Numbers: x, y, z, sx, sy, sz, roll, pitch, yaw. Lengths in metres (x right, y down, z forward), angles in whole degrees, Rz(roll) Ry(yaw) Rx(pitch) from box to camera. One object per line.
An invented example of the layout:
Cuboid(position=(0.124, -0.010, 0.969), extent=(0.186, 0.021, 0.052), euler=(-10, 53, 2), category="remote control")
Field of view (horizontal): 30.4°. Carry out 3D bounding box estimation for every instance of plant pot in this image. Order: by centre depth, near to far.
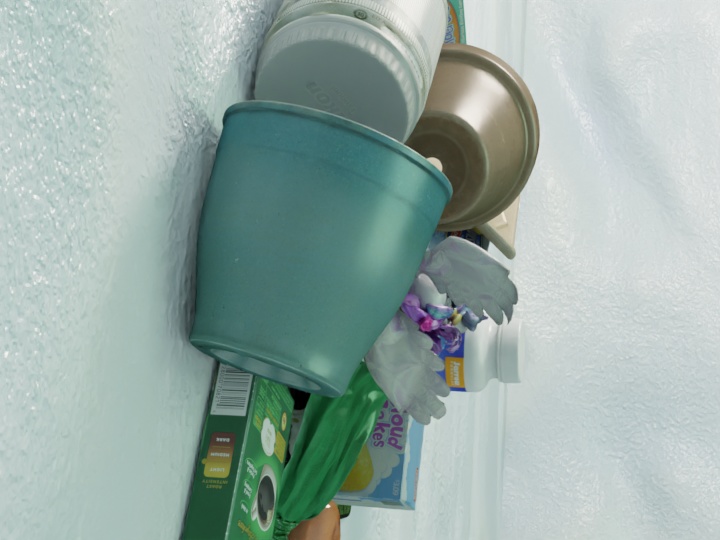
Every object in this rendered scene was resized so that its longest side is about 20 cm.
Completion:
Cuboid(position=(-0.046, -0.006, 1.068), extent=(0.200, 0.197, 0.190), euler=(52, 54, -70), category="plant pot")
Cuboid(position=(0.084, -0.122, 1.357), extent=(0.175, 0.197, 0.203), euler=(-64, 154, -71), category="plant pot")

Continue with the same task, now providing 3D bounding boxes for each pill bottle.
Cuboid(position=(0.111, 0.100, 1.718), extent=(0.112, 0.197, 0.114), euler=(2, 90, -76), category="pill bottle")

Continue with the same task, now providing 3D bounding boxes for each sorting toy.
Cuboid(position=(0.121, -0.119, 1.587), extent=(0.185, 0.036, 0.201), euler=(43, 28, -19), category="sorting toy")

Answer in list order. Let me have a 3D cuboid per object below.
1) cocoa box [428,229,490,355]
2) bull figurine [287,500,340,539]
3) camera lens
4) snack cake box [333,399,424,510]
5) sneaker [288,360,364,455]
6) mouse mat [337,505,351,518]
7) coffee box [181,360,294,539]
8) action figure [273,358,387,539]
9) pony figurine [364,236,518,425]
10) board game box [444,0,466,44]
Cuboid(position=(0.076, -0.014, 1.605), extent=(0.134, 0.130, 0.201), euler=(-62, -177, 34), category="cocoa box")
Cuboid(position=(-0.062, 0.312, 1.299), extent=(0.201, 0.064, 0.123), euler=(-64, 162, -46), category="bull figurine")
Cuboid(position=(-0.006, -0.206, 1.239), extent=(0.201, 0.158, 0.161), euler=(-73, 160, -48), category="camera lens")
Cuboid(position=(0.011, 0.157, 1.465), extent=(0.067, 0.113, 0.203), euler=(48, 46, -63), category="snack cake box")
Cuboid(position=(-0.034, 0.087, 1.361), extent=(0.116, 0.073, 0.202), euler=(80, 19, -52), category="sneaker")
Cuboid(position=(-0.023, 0.194, 1.574), extent=(0.161, 0.007, 0.203), euler=(29, 63, -76), category="mouse mat")
Cuboid(position=(-0.104, 0.181, 1.136), extent=(0.123, 0.043, 0.203), euler=(66, 29, -61), category="coffee box")
Cuboid(position=(-0.041, 0.171, 1.269), extent=(0.117, 0.055, 0.202), euler=(20, 100, -43), category="action figure")
Cuboid(position=(0.054, 0.022, 1.244), extent=(0.167, 0.193, 0.200), euler=(-54, 163, 14), category="pony figurine")
Cuboid(position=(0.061, -0.325, 1.544), extent=(0.200, 0.044, 0.154), euler=(-126, -159, -48), category="board game box")
